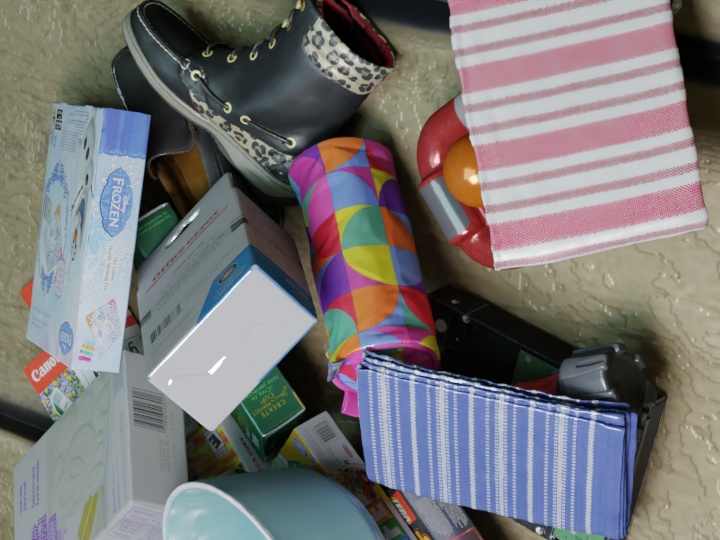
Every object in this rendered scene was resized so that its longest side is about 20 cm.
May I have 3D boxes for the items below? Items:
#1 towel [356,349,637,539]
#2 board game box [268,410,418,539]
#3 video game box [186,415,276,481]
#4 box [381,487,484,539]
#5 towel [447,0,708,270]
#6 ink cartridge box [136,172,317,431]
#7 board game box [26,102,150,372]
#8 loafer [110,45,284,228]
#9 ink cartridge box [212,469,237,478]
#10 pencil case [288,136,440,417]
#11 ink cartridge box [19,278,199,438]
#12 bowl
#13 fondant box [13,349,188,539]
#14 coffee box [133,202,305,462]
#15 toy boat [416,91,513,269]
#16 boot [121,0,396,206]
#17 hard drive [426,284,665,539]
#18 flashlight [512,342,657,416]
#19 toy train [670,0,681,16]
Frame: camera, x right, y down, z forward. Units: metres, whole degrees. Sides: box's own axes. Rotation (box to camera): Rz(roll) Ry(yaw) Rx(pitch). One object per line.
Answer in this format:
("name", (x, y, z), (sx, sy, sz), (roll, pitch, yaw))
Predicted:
("towel", (0.096, 0.124, 1.581), (0.199, 0.024, 0.145), (12, 140, 15))
("board game box", (-0.001, 0.223, 1.726), (0.200, 0.034, 0.135), (54, 147, 16))
("video game box", (-0.119, 0.236, 1.886), (0.200, 0.047, 0.183), (-39, 81, 39))
("box", (0.071, 0.259, 1.720), (0.201, 0.040, 0.137), (55, 147, 11))
("towel", (0.142, -0.109, 1.473), (0.145, 0.030, 0.201), (-11, 82, 9))
("ink cartridge box", (-0.101, 0.018, 1.648), (0.067, 0.200, 0.116), (40, 102, -20))
("board game box", (-0.219, -0.031, 1.785), (0.200, 0.043, 0.201), (-163, 80, -71))
("loafer", (-0.141, -0.098, 1.779), (0.200, 0.072, 0.073), (52, 128, 13))
("ink cartridge box", (-0.107, 0.290, 1.816), (0.200, 0.075, 0.165), (53, 129, 12))
("pencil case", (0.000, 0.000, 1.641), (0.088, 0.088, 0.201), (-40, 47, 39))
("ink cartridge box", (-0.231, 0.083, 1.921), (0.109, 0.050, 0.201), (-39, 80, 39))
("bowl", (-0.048, 0.227, 1.665), (0.200, 0.105, 0.202), (34, 137, 38))
("fondant box", (-0.213, 0.179, 1.822), (0.200, 0.058, 0.145), (-46, 40, 40))
("coffee box", (-0.114, 0.052, 1.785), (0.201, 0.044, 0.123), (55, 169, 12))
("toy boat", (0.107, -0.079, 1.551), (0.200, 0.130, 0.131), (-36, 81, 39))
("boot", (-0.076, -0.168, 1.708), (0.204, 0.073, 0.154), (46, 125, 10))
("hard drive", (0.121, 0.113, 1.661), (0.199, 0.038, 0.141), (27, 119, 30))
("flashlight", (0.108, 0.091, 1.598), (0.199, 0.068, 0.068), (-16, 98, 41))
("toy train", (0.135, -0.212, 1.548), (0.199, 0.042, 0.057), (16, 104, 34))
